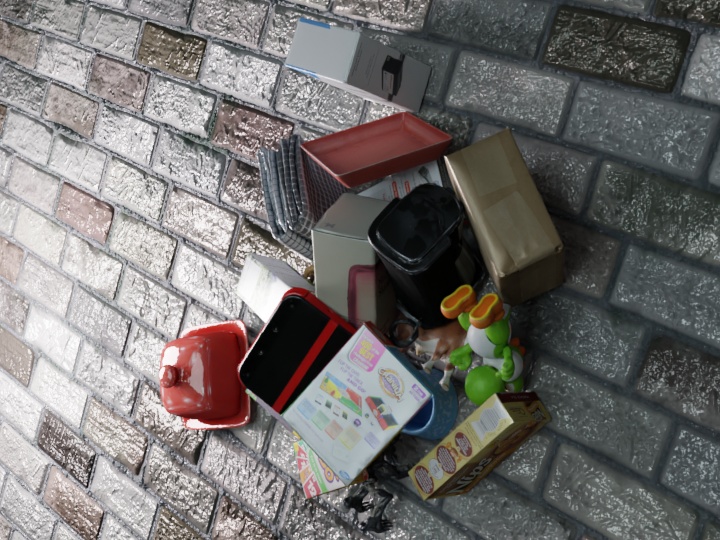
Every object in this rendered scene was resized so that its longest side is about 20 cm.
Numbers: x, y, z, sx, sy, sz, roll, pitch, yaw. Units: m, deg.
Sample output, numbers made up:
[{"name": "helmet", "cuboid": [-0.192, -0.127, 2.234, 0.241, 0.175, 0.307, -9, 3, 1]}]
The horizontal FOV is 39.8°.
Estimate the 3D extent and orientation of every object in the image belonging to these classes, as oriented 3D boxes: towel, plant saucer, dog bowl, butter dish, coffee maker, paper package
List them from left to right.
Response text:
[{"name": "butter dish", "cuboid": [-0.315, 0.199, 1.874, 0.197, 0.147, 0.204, -11, 79, 39]}, {"name": "towel", "cuboid": [-0.082, -0.117, 1.681, 0.085, 0.165, 0.203, -28, 56, 27]}, {"name": "plant saucer", "cuboid": [0.024, -0.191, 1.587, 0.200, 0.197, 0.037, -136, 30, -61]}, {"name": "dog bowl", "cuboid": [0.065, 0.209, 1.618, 0.198, 0.049, 0.114, 9, 91, 40]}, {"name": "coffee maker", "cuboid": [0.091, -0.002, 1.466, 0.133, 0.200, 0.195, 14, 70, 23]}, {"name": "paper package", "cuboid": [0.209, -0.069, 1.428, 0.102, 0.191, 0.203, -23, 70, 4]}]

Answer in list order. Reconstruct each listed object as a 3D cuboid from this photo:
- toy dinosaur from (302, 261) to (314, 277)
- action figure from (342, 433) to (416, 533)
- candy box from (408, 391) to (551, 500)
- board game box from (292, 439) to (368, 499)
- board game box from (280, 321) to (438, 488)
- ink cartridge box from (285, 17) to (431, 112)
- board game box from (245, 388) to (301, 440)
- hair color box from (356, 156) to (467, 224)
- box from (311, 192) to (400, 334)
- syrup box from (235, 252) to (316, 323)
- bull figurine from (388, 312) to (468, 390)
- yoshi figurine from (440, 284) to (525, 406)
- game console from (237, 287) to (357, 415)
[{"name": "toy dinosaur", "cuboid": [-0.070, -0.014, 1.761, 0.106, 0.061, 0.199, -46, 58, -7]}, {"name": "action figure", "cuboid": [0.035, 0.316, 1.601, 0.118, 0.101, 0.203, 37, 124, 38]}, {"name": "candy box", "cuboid": [0.176, 0.261, 1.475, 0.200, 0.114, 0.056, -46, 59, 26]}, {"name": "board game box", "cuboid": [-0.050, 0.310, 1.621, 0.199, 0.030, 0.097, -34, 68, 53]}, {"name": "board game box", "cuboid": [-0.002, 0.203, 1.511, 0.153, 0.040, 0.200, 45, 102, 10]}, {"name": "ink cartridge box", "cuboid": [-0.001, -0.335, 1.630, 0.144, 0.198, 0.085, 23, 98, 39]}, {"name": "board game box", "cuboid": [-0.102, 0.169, 1.758, 0.164, 0.056, 0.203, 33, 106, 35]}, {"name": "hair color box", "cuboid": [0.074, -0.097, 1.632, 0.198, 0.063, 0.113, -24, 71, 37]}, {"name": "box", "cuboid": [0.000, 0.000, 1.577, 0.107, 0.128, 0.203, 12, 126, 20]}, {"name": "syrup box", "cuboid": [-0.135, 0.042, 1.691, 0.199, 0.080, 0.080, 34, 107, 55]}, {"name": "bull figurine", "cuboid": [0.123, 0.114, 1.555, 0.198, 0.065, 0.122, 10, 56, 47]}, {"name": "yoshi figurine", "cuboid": [0.178, 0.125, 1.435, 0.110, 0.201, 0.113, -16, 39, 15]}, {"name": "game console", "cuboid": [-0.090, 0.146, 1.582, 0.176, 0.031, 0.201, 36, 112, 3]}]
